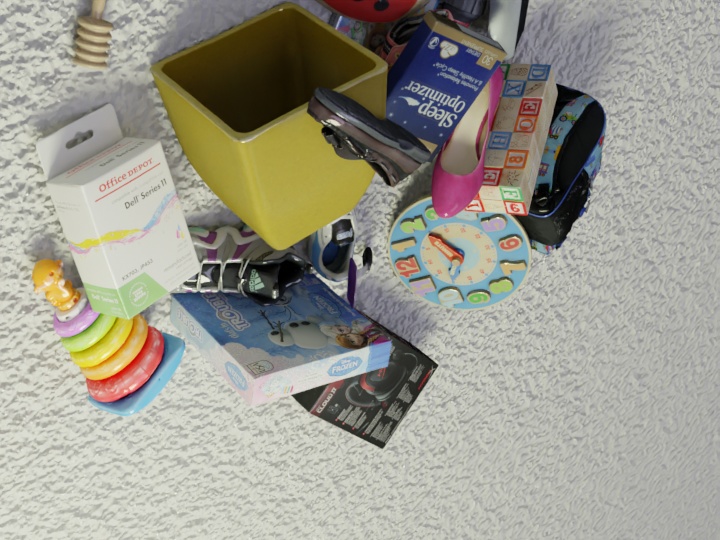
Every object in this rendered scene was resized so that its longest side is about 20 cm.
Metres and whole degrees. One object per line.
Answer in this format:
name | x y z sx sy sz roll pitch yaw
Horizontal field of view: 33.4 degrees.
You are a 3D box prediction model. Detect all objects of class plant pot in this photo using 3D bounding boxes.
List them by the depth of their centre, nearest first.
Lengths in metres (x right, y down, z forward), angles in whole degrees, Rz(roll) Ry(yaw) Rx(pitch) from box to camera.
plant pot | -0.091 -0.145 1.346 0.194 0.194 0.202 -29 136 -23

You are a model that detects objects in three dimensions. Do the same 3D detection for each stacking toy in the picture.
stacking toy | -0.305 0.061 1.356 0.117 0.109 0.201 -53 127 -23

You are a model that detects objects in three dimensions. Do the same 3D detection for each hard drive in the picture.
hard drive | 0.190 -0.372 1.497 0.135 0.042 0.202 -62 159 -58

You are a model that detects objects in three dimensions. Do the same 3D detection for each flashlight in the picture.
flashlight | 0.112 -0.270 1.519 0.067 0.068 0.202 20 112 0

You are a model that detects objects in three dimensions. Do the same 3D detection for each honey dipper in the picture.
honey dipper | -0.258 -0.307 1.213 0.038 0.038 0.203 0 111 -40

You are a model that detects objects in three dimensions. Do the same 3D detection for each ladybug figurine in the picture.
ladybug figurine | 0.011 -0.350 1.365 0.198 0.072 0.137 9 109 -30

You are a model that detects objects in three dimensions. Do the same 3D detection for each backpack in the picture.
backpack | 0.244 -0.150 1.641 0.201 0.181 0.135 -56 146 -16

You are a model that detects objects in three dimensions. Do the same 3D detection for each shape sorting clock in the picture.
shape sorting clock | 0.134 -0.022 1.631 0.039 0.197 0.202 -69 154 -47

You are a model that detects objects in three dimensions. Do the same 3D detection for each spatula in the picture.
spatula | 0.000 0.000 1.535 0.200 0.020 0.057 -57 153 -74

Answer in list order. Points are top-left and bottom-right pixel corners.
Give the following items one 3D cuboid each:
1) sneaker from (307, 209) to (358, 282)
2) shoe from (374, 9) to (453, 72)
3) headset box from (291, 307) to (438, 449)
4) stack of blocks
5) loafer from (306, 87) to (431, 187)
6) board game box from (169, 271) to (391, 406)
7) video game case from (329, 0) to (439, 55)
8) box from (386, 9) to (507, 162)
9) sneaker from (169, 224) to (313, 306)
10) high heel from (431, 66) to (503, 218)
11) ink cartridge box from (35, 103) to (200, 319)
sneaker | -0.032 -0.079 1.515 0.071 0.072 0.202 -20 125 -28
shoe | 0.032 -0.240 1.445 0.198 0.072 0.092 -24 133 0
headset box | -0.004 0.143 1.668 0.199 0.075 0.150 32 92 -46
stack of blocks | 0.179 -0.174 1.561 0.059 0.114 0.202 62 40 -52
loafer | 0.004 -0.131 1.250 0.063 0.072 0.199 -51 148 14
board game box | -0.098 0.073 1.455 0.197 0.200 0.044 -14 126 -34
video game case | 0.042 -0.341 1.456 0.142 0.018 0.202 10 108 -43
box | 0.073 -0.202 1.428 0.120 0.033 0.201 13 124 -39
sneaker | -0.147 0.003 1.414 0.198 0.140 0.079 -19 127 -32
high heel | 0.130 -0.166 1.468 0.202 0.067 0.096 -63 160 -18
ink cartridge box | -0.258 -0.065 1.289 0.117 0.067 0.202 -38 124 -38
